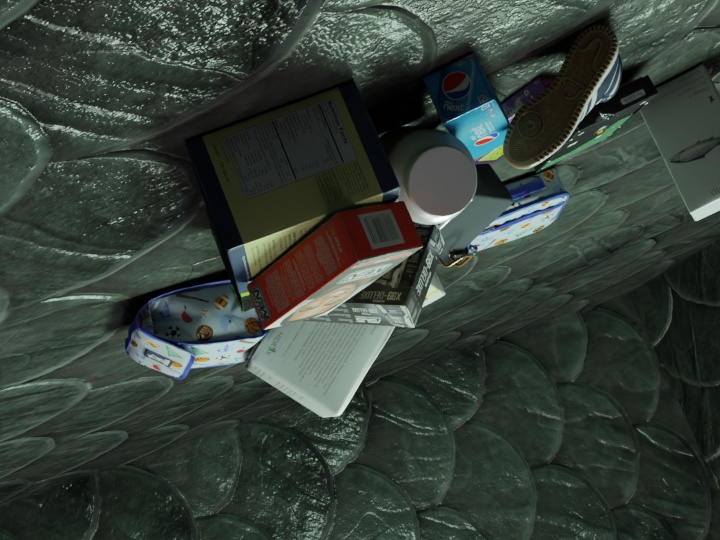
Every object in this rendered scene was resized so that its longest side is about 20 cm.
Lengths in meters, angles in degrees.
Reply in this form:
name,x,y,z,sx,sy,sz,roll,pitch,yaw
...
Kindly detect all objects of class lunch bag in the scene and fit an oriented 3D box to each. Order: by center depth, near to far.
name,x,y,z,sx,sy,sz,roll,pitch,yaw
lunch bag,-0.263,0.095,1.835,0.199,0.124,0.170,-6,163,-20
lunch bag,0.256,-0.101,2.023,0.200,0.076,0.160,-21,166,-11

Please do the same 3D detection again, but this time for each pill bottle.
name,x,y,z,sx,sy,sz,roll,pitch,yaw
pill bottle,0.075,-0.115,1.403,0.112,0.112,0.200,-21,-168,-6

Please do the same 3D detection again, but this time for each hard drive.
name,x,y,z,sx,sy,sz,roll,pitch,yaw
hard drive,0.336,-0.214,1.718,0.139,0.038,0.200,-26,172,-12

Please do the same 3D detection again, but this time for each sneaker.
name,x,y,z,sx,sy,sz,roll,pitch,yaw
sneaker,0.259,-0.207,1.464,0.200,0.070,0.108,-54,164,10

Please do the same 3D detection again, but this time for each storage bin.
name,x,y,z,sx,sy,sz,roll,pitch,yaw
storage bin,0.136,-0.090,1.739,0.134,0.146,0.200,-40,162,25

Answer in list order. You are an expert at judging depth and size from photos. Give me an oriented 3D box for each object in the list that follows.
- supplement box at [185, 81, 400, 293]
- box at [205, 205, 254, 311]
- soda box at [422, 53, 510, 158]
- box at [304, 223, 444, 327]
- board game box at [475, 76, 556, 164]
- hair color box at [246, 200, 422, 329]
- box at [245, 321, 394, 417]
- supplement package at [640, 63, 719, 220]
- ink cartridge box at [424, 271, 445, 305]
name,x,y,z,sx,sy,sz,roll,pitch,yaw
supplement box,-0.075,-0.090,1.341,0.199,0.135,0.200,-21,168,-7
box,-0.085,-0.051,1.516,0.200,0.125,0.149,-22,167,-8
soda box,0.136,-0.196,1.429,0.068,0.064,0.200,-25,167,11
box,0.000,0.000,1.619,0.199,0.158,0.050,2,139,24
board game box,0.214,-0.205,1.616,0.120,0.032,0.200,-15,165,-48
hair color box,-0.032,-0.004,1.317,0.101,0.061,0.200,-13,165,-40
box,-0.066,0.119,1.935,0.200,0.171,0.199,-57,-178,-11
supplement package,0.522,-0.193,1.797,0.117,0.200,0.117,-27,167,17
ink cartridge box,0.057,-0.018,1.857,0.083,0.145,0.200,-26,168,8
